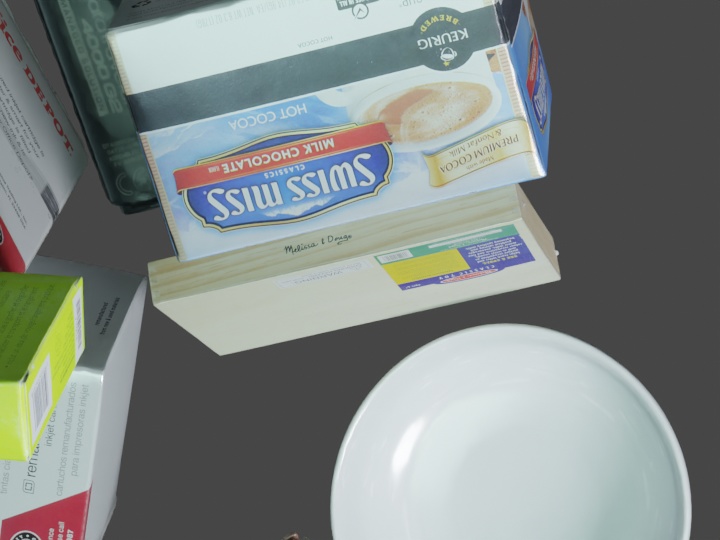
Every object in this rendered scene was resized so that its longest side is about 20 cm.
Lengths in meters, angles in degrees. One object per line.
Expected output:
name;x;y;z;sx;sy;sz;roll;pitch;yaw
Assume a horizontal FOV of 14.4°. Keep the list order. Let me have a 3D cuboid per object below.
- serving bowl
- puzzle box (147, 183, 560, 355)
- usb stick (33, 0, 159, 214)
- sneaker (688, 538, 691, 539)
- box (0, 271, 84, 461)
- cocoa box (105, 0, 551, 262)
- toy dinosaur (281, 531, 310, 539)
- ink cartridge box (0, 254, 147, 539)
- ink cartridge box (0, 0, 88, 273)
serving bowl;0.087;0.129;1.570;0.200;0.066;0.201;0;89;16
puzzle box;0.000;0.000;1.517;0.199;0.133;0.025;-13;74;9
usb stick;-0.140;-0.127;1.527;0.055;0.033;0.200;-16;109;8
sneaker;0.155;0.191;1.609;0.199;0.075;0.090;-5;97;4
box;-0.239;0.039;1.339;0.199;0.122;0.048;3;115;7
cocoa box;-0.012;-0.104;1.469;0.199;0.133;0.132;-13;110;10
toy dinosaur;-0.060;0.240;1.594;0.086;0.136;0.201;-19;109;-17
ink cartridge box;-0.232;0.073;1.552;0.199;0.145;0.146;10;112;2
ink cartridge box;-0.225;-0.067;1.469;0.084;0.200;0.145;-23;108;17
